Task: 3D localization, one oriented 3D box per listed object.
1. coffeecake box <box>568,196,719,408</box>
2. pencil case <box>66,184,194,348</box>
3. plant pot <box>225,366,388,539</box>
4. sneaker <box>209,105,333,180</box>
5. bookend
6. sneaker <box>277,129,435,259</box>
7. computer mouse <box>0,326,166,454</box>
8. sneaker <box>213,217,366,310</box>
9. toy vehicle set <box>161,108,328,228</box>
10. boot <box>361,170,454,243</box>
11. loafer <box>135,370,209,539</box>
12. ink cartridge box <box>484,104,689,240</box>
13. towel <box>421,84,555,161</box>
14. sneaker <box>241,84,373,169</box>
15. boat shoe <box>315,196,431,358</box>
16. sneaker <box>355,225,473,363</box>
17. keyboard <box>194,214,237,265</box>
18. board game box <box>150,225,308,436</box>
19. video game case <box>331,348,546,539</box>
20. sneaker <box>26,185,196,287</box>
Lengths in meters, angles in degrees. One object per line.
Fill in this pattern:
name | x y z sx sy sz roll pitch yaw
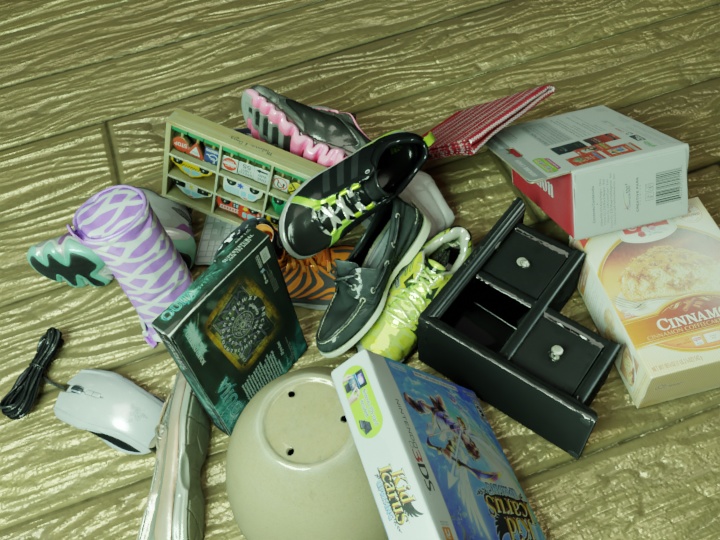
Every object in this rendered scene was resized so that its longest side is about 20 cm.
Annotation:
coffeecake box | 0.336 0.030 0.806 0.153 0.073 0.200 -14 54 -3
pencil case | -0.236 0.000 0.811 0.085 0.200 0.084 -33 48 -15
plant pot | -0.040 0.171 0.704 0.200 0.135 0.200 -2 55 3
sneaker | -0.114 -0.160 0.952 0.200 0.070 0.109 -14 20 -6
bookend | 0.197 0.054 0.789 0.200 0.092 0.199 31 63 24
sneaker | -0.005 -0.089 0.790 0.200 0.072 0.083 -42 16 -8
computer mouse | -0.295 0.136 0.808 0.200 0.044 0.110 17 57 17
sneaker | -0.072 -0.010 0.849 0.200 0.112 0.078 -12 55 -5
toy vehicle set | -0.138 -0.104 0.885 0.200 0.124 0.027 22 48 2
boot | 0.031 -0.107 0.944 0.096 0.074 0.200 -28 65 -22
loafer | -0.192 0.190 0.746 0.063 0.072 0.200 -8 57 4
ink cartridge box | 0.248 -0.116 0.864 0.175 0.084 0.200 -13 26 -3
towel | 0.133 -0.176 0.929 0.145 0.023 0.200 -37 16 -20
sneaker | -0.049 -0.165 0.889 0.200 0.079 0.095 36 60 2
boat shoe | 0.002 0.000 0.812 0.199 0.066 0.074 -53 32 -12
sneaker | 0.059 0.024 0.830 0.075 0.076 0.200 30 64 11
keyboard | -0.172 -0.089 0.979 0.056 0.011 0.200 1 54 7
board game box | -0.122 0.067 0.744 0.028 0.200 0.135 28 61 27
video game case | 0.076 0.175 0.656 0.045 0.200 0.181 -38 53 21
sneaker | -0.307 -0.055 0.934 0.200 0.078 0.140 -2 52 -7
